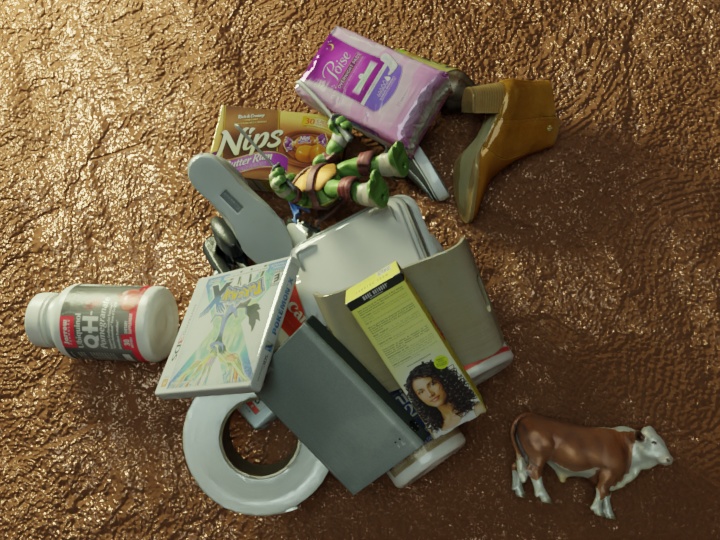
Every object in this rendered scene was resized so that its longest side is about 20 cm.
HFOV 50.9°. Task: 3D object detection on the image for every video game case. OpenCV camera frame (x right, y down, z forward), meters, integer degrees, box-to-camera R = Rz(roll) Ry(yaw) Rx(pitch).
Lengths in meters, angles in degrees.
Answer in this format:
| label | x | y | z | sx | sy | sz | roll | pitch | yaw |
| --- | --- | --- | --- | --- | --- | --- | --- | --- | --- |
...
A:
| label | x | y | z | sx | sy | sz | roll | pitch | yaw |
| --- | --- | --- | --- | --- | --- | --- | --- | --- | --- |
| video game case | -0.175 | 0.077 | 0.990 | 0.200 | 0.022 | 0.183 | -12 | 52 | 40 |

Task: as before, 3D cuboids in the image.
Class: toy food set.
| label | x | y | z | sx | sy | sz | roll | pitch | yaw |
| --- | --- | --- | --- | --- | --- | --- | --- | --- | --- |
| toy food set | 0.060 | 0.058 | 0.923 | 0.199 | 0.060 | 0.144 | -21 | 105 | 6 |

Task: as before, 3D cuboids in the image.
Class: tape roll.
| label | x | y | z | sx | sy | sz | roll | pitch | yaw |
| --- | --- | --- | --- | --- | --- | --- | --- | --- | --- |
| tape roll | -0.130 | 0.218 | 1.009 | 0.202 | 0.071 | 0.203 | 0 | 88 | -2 |

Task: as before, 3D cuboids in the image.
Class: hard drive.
| label | x | y | z | sx | sy | sz | roll | pitch | yaw |
| --- | --- | --- | --- | --- | --- | --- | --- | --- | --- |
| hard drive | -0.033 | 0.167 | 0.928 | 0.200 | 0.033 | 0.140 | 46 | 123 | 1 |

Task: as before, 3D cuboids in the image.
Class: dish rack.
| label | x | y | z | sx | sy | sz | roll | pitch | yaw |
| --- | --- | --- | --- | --- | --- | --- | --- | --- | --- |
| dish rack | 0.000 | 0.000 | 0.990 | 0.200 | 0.044 | 0.172 | -27 | 65 | 16 |

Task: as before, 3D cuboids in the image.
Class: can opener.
| label | x | y | z | sx | sy | sz | roll | pitch | yaw |
| --- | --- | --- | --- | --- | --- | --- | --- | --- | --- |
| can opener | -0.175 | 0.010 | 1.091 | 0.063 | 0.079 | 0.200 | -34 | 58 | -2 |

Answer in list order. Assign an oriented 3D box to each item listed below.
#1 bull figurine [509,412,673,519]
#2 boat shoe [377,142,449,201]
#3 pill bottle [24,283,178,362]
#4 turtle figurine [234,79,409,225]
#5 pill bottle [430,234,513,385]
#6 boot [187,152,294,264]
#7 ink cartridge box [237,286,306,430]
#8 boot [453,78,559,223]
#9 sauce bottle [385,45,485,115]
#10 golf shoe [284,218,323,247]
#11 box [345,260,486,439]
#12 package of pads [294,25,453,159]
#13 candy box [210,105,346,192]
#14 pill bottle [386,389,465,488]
| label | x | y | z | sx | sy | sz | roll | pitch | yaw |
| --- | --- | --- | --- | --- | --- | --- | --- | --- | --- |
| bull figurine | 0.286 | 0.244 | 0.961 | 0.199 | 0.065 | 0.122 | 10 | 76 | 14 |
| boat shoe | 0.054 | -0.169 | 1.110 | 0.066 | 0.070 | 0.200 | -36 | 72 | 9 |
| pill bottle | -0.380 | 0.076 | 1.113 | 0.199 | 0.111 | 0.111 | 1 | 77 | 12 |
| turtle figurine | -0.049 | -0.150 | 0.985 | 0.193 | 0.144 | 0.201 | 6 | 104 | 33 |
| pill bottle | 0.107 | 0.060 | 1.018 | 0.114 | 0.114 | 0.200 | -30 | 72 | 3 |
| boot | -0.163 | -0.090 | 1.094 | 0.073 | 0.096 | 0.200 | -37 | 98 | 9 |
| ink cartridge box | -0.123 | 0.103 | 1.087 | 0.200 | 0.050 | 0.162 | -44 | 73 | 2 |
| boot | 0.211 | -0.168 | 1.074 | 0.144 | 0.071 | 0.202 | -5 | 110 | -20 |
| sauce bottle | 0.116 | -0.275 | 1.125 | 0.200 | 0.065 | 0.065 | 24 | 82 | 14 |
| golf shoe | -0.058 | 0.009 | 1.075 | 0.094 | 0.078 | 0.200 | -41 | 70 | -12 |
| box | 0.065 | 0.093 | 0.876 | 0.075 | 0.050 | 0.200 | -32 | 103 | 9 |
| package of pads | 0.020 | -0.255 | 1.070 | 0.200 | 0.076 | 0.121 | 31 | 87 | 23 |
| candy box | -0.125 | -0.181 | 1.153 | 0.199 | 0.056 | 0.117 | 9 | 78 | 12 |
| pill bottle | 0.040 | 0.175 | 1.004 | 0.111 | 0.111 | 0.200 | -36 | 72 | 1 |
